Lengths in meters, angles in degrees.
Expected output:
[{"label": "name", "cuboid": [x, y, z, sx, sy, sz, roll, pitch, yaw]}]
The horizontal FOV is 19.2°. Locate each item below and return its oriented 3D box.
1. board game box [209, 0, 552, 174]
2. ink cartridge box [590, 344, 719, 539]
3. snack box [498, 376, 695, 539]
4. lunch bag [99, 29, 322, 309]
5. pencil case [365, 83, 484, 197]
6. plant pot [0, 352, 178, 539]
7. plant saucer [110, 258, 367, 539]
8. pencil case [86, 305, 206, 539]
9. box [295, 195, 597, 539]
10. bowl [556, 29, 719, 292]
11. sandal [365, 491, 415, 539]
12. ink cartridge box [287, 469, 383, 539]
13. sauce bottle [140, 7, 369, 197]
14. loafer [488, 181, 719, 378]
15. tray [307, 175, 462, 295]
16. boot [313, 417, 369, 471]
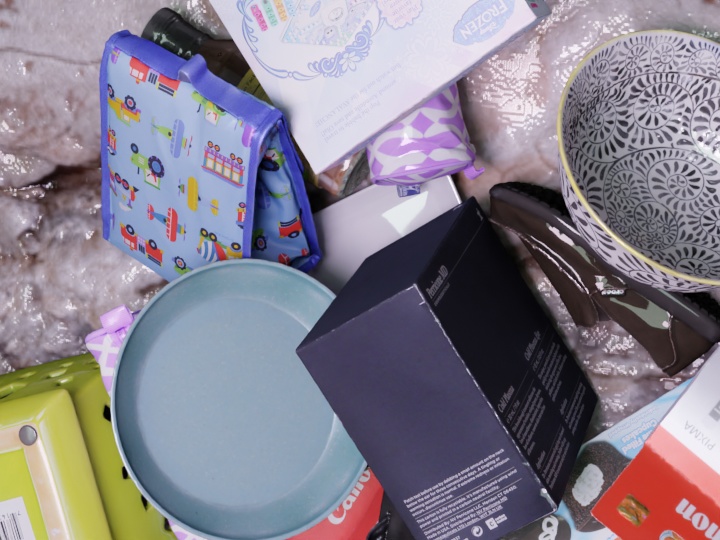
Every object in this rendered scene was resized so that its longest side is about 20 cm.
[{"label": "board game box", "cuboid": [-0.002, -0.204, 1.467, 0.199, 0.043, 0.200, -33, 86, 24]}, {"label": "ink cartridge box", "cuboid": [0.279, 0.140, 1.458, 0.162, 0.200, 0.057, 39, 147, 10]}, {"label": "snack box", "cuboid": [0.188, 0.175, 1.509, 0.199, 0.037, 0.117, -32, 71, 0]}, {"label": "lunch bag", "cuboid": [-0.118, -0.078, 1.540, 0.150, 0.094, 0.201, 31, 149, 25]}, {"label": "pencil case", "cuboid": [0.036, -0.157, 1.538, 0.085, 0.084, 0.202, -8, 89, -13]}, {"label": "plant pot", "cuboid": [-0.249, 0.181, 1.649, 0.198, 0.181, 0.201, -14, 93, 20]}, {"label": "plant saucer", "cuboid": [-0.084, 0.093, 1.514, 0.198, 0.036, 0.202, 2, 85, -19]}, {"label": "pencil case", "cuboid": [-0.132, 0.120, 1.571, 0.083, 0.085, 0.201, -28, 87, 16]}, {"label": "box", "cuboid": [0.066, 0.074, 1.493, 0.104, 0.200, 0.183, -28, 99, 22]}, {"label": "bowl", "cuboid": [0.213, -0.058, 1.472, 0.201, 0.200, 0.094, 45, 148, 8]}, {"label": "sandal", "cuboid": [0.026, 0.222, 1.583, 0.075, 0.045, 0.202, 10, 94, 32]}, {"label": "ink cartridge box", "cuboid": [0.028, 0.201, 1.624, 0.199, 0.050, 0.162, 35, 108, 10]}, {"label": "sauce bottle", "cuboid": [-0.077, -0.131, 1.604, 0.199, 0.065, 0.065, 35, 108, 14]}, {"label": "loafer", "cuboid": [0.167, 0.008, 1.529, 0.199, 0.073, 0.072, 36, 106, 11]}, {"label": "tray", "cuboid": [0.000, 0.000, 1.617, 0.199, 0.022, 0.108, -25, 88, 21]}, {"label": "boot", "cuboid": [-0.057, 0.108, 1.605, 0.198, 0.076, 0.074, 4, 126, 29]}]
